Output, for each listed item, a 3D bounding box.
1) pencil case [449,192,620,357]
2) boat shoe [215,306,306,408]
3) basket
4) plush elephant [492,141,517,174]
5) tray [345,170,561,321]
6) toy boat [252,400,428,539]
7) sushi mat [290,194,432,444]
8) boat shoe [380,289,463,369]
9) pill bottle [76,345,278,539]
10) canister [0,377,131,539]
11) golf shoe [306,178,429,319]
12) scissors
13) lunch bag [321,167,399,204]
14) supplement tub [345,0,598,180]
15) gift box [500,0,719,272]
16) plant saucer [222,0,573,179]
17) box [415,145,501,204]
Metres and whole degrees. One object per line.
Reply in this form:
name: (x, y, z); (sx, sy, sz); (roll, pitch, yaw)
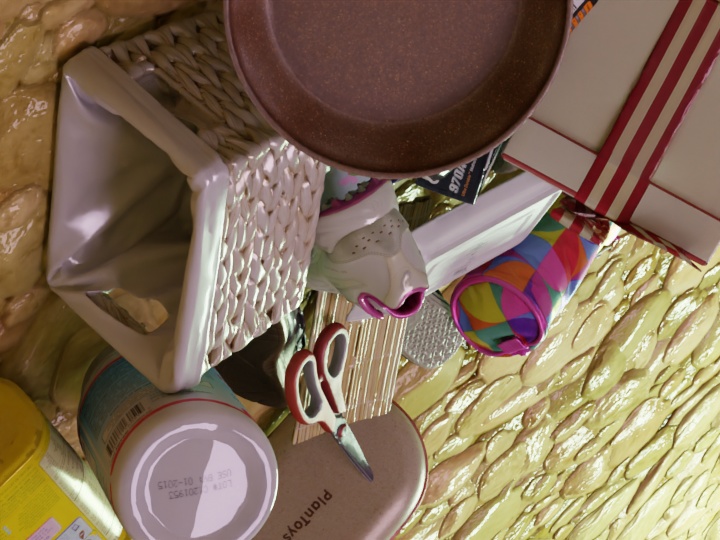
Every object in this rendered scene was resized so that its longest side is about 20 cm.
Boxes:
pencil case: (0.146, -0.010, 1.881); (0.200, 0.088, 0.089); (-47, 160, -46)
boat shoe: (-0.076, 0.032, 1.715); (0.201, 0.071, 0.066); (82, 23, -62)
basket: (-0.108, -0.047, 1.500); (0.123, 0.135, 0.201); (-31, 148, -35)
plush elephant: (0.214, -0.120, 1.822); (0.199, 0.155, 0.165); (-14, 138, -45)
tray: (0.079, -0.021, 1.743); (0.200, 0.022, 0.107); (-28, 162, -42)
toy boat: (-0.034, 0.184, 1.935); (0.200, 0.130, 0.131); (-48, -178, 2)
sushi mat: (0.000, 0.037, 1.768); (0.095, 0.012, 0.201); (-14, 130, -33)
boat shoe: (0.015, 0.007, 1.814); (0.075, 0.062, 0.200); (-44, 140, -1)
pill bottle: (-0.130, 0.112, 1.589); (0.108, 0.200, 0.109); (-5, 107, -16)
canister: (-0.246, 0.172, 1.634); (0.148, 0.087, 0.200); (-42, 150, -9)
golf shoe: (0.000, 0.000, 1.603); (0.075, 0.092, 0.200); (-32, 175, -8)
scissors: (-0.023, 0.118, 1.781); (0.073, 0.014, 0.201); (-52, 150, -33)
lunch bag: (-0.014, -0.125, 1.584); (0.160, 0.077, 0.201); (-25, 144, -37)
supplement tub: (0.066, -0.165, 1.448); (0.200, 0.122, 0.122); (-49, 152, 2)
gift box: (0.214, -0.106, 1.652); (0.187, 0.199, 0.185); (-61, 175, 16)
plant saucer: (0.020, -0.154, 1.356); (0.201, 0.200, 0.037); (-52, -166, 10)
box: (0.102, -0.164, 1.633); (0.200, 0.046, 0.160); (-63, 173, -51)
